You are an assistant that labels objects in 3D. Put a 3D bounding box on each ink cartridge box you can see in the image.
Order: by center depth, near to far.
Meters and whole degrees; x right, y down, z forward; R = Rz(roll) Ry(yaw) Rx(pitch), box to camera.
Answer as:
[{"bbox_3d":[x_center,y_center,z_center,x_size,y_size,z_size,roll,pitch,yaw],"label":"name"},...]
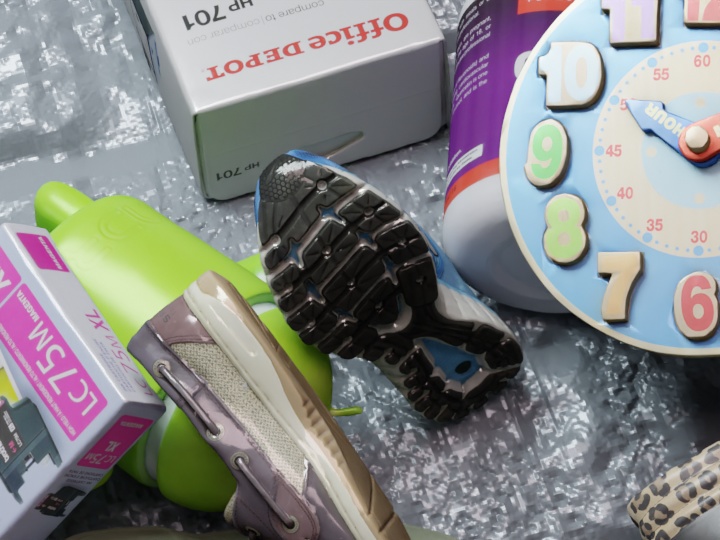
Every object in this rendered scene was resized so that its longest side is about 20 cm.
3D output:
[{"bbox_3d":[-0.194,0.088,1.305,0.200,0.042,0.119,-47,62,19],"label":"ink cartridge box"},{"bbox_3d":[-0.051,-0.156,1.498,0.146,0.086,0.200,-17,57,-10],"label":"ink cartridge box"}]

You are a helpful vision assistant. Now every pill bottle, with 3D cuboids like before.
[{"bbox_3d":[0.104,-0.085,1.430,0.112,0.112,0.200,3,57,3],"label":"pill bottle"}]

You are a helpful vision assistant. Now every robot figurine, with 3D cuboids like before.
[{"bbox_3d":[-0.099,0.041,1.352,0.200,0.116,0.175,33,59,21],"label":"robot figurine"}]

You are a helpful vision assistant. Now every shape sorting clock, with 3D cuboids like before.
[{"bbox_3d":[0.163,-0.058,1.300,0.200,0.039,0.200,-4,75,17],"label":"shape sorting clock"}]

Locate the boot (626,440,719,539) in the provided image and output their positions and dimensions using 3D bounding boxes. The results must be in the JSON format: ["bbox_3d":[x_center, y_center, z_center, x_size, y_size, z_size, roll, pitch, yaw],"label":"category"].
[{"bbox_3d":[0.240,0.138,1.308,0.200,0.073,0.151,-25,59,-8],"label":"boot"}]

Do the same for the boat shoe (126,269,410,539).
[{"bbox_3d":[-0.035,0.096,1.254,0.065,0.072,0.200,-33,91,6],"label":"boat shoe"}]

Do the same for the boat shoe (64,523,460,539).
[{"bbox_3d":[-0.045,0.157,1.309,0.201,0.072,0.061,0,99,-12],"label":"boat shoe"}]

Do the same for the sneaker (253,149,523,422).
[{"bbox_3d":[0.000,0.000,1.345,0.078,0.200,0.090,-38,48,4],"label":"sneaker"}]
